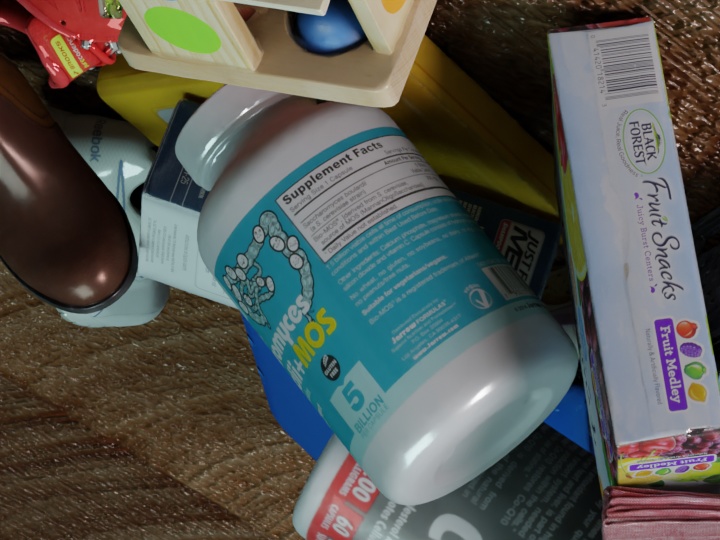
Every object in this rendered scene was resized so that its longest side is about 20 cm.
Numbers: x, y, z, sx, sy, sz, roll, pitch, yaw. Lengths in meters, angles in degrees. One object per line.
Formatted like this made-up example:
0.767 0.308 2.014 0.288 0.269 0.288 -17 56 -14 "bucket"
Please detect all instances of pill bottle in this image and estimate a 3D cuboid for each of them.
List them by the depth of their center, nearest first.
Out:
0.000 0.000 1.306 0.200 0.111 0.111 51 164 18 "pill bottle"
0.077 0.134 1.390 0.200 0.114 0.114 34 159 10 "pill bottle"

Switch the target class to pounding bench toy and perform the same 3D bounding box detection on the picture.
-0.072 -0.161 1.142 0.199 0.125 0.156 10 155 24 "pounding bench toy"

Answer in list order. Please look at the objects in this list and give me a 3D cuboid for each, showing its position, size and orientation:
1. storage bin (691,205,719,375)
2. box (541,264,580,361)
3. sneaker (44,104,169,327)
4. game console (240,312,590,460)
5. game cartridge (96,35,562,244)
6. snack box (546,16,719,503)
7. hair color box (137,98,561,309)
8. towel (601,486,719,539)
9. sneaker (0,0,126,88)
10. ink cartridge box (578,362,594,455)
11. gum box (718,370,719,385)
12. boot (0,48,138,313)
0.250 0.045 1.362 0.199 0.094 0.135 25 157 -11 "storage bin"
0.068 0.028 1.543 0.039 0.042 0.200 36 154 -32 "box"
-0.130 -0.021 1.569 0.087 0.075 0.200 4 156 12 "sneaker"
0.033 0.073 1.599 0.170 0.119 0.200 -13 155 -1 "game console"
-0.007 -0.061 1.424 0.200 0.033 0.176 -2 148 44 "game cartridge"
0.120 0.011 1.261 0.053 0.201 0.142 -8 153 3 "snack box"
-0.008 -0.010 1.425 0.199 0.061 0.100 19 156 2 "hair color box"
0.177 0.152 1.251 0.143 0.023 0.200 -1 143 5 "towel"
-0.113 -0.118 1.320 0.199 0.085 0.077 14 157 17 "sneaker"
0.156 0.068 1.560 0.119 0.042 0.200 33 156 -24 "ink cartridge box"
0.244 0.110 1.333 0.169 0.045 0.200 16 157 11 "gum box"
-0.189 -0.086 1.384 0.068 0.189 0.200 -28 151 2 "boot"
